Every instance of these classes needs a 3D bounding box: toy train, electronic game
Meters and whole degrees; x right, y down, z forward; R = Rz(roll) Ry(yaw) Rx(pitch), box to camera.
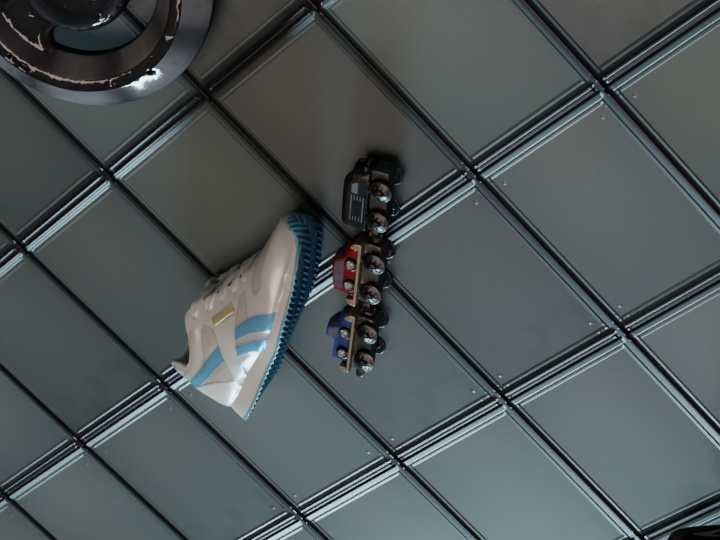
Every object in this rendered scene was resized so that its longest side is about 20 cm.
[{"bbox_3d":[0.000,0.000,1.386,0.046,0.034,0.200,17,129,15],"label":"toy train"},{"bbox_3d":[-0.199,-0.209,1.298,0.199,0.042,0.200,6,123,10],"label":"electronic game"}]

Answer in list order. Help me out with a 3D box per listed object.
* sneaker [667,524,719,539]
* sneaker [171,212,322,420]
[{"bbox_3d":[0.322,0.191,1.377,0.199,0.071,0.083,-12,114,24],"label":"sneaker"},{"bbox_3d":[-0.088,0.030,1.419,0.081,0.077,0.200,28,129,3],"label":"sneaker"}]
